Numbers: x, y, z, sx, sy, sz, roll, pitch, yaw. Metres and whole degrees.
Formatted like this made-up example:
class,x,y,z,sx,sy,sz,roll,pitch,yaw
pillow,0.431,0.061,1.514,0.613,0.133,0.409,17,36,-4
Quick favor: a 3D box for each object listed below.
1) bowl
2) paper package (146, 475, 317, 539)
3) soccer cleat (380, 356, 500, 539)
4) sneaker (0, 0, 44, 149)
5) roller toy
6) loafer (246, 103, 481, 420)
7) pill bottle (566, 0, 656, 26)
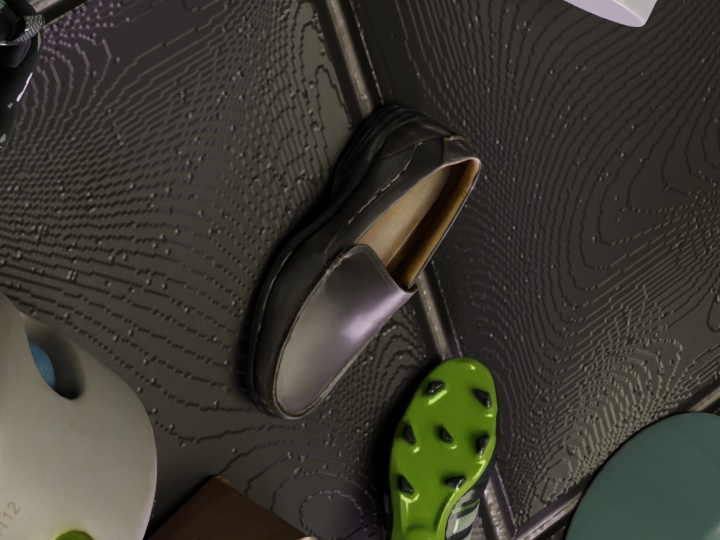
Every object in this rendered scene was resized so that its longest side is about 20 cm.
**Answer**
class,x,y,z,sx,sy,sz,roll,pitch,yaw
bowl,0.243,0.208,1.555,0.200,0.105,0.202,-13,112,-34
paper package,-0.088,0.257,1.320,0.200,0.103,0.191,-43,127,-19
soccer cleat,0.042,0.154,1.413,0.067,0.081,0.201,13,78,-1
sneaker,-0.190,-0.143,1.076,0.077,0.140,0.201,-16,115,-32
roller toy,-0.209,0.102,1.125,0.140,0.199,0.183,40,51,-39
loafer,0.000,0.000,1.317,0.073,0.072,0.201,27,89,-41
pill bottle,0.172,-0.252,1.337,0.108,0.109,0.201,25,89,-40
